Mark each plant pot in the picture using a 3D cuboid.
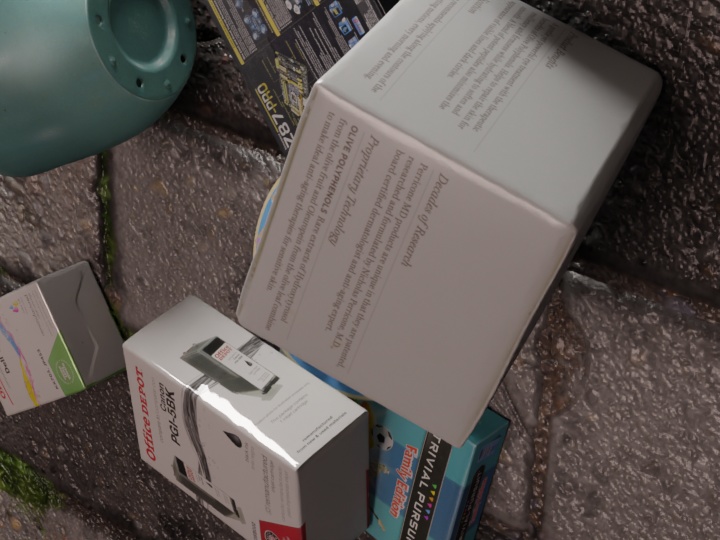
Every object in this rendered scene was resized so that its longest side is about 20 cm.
[{"bbox_3d":[-0.229,-0.185,1.142,0.160,0.200,0.202,-7,105,34],"label":"plant pot"}]

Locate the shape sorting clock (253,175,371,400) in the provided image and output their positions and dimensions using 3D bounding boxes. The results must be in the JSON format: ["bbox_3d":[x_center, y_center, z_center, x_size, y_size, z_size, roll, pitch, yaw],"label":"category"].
[{"bbox_3d":[0.000,0.000,1.085,0.199,0.039,0.201,4,97,34],"label":"shape sorting clock"}]

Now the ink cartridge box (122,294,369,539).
[{"bbox_3d":[-0.092,0.134,1.153,0.200,0.083,0.147,31,140,31],"label":"ink cartridge box"}]

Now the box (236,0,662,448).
[{"bbox_3d":[0.057,-0.046,0.902,0.171,0.199,0.200,28,130,8],"label":"box"}]

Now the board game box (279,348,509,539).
[{"bbox_3d":[0.014,0.136,1.165,0.200,0.047,0.152,33,129,29],"label":"board game box"}]

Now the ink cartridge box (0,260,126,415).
[{"bbox_3d":[-0.327,0.075,1.442,0.200,0.067,0.118,-21,95,46],"label":"ink cartridge box"}]

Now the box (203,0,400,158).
[{"bbox_3d":[-0.042,-0.203,1.053,0.161,0.049,0.201,-28,90,44],"label":"box"}]
